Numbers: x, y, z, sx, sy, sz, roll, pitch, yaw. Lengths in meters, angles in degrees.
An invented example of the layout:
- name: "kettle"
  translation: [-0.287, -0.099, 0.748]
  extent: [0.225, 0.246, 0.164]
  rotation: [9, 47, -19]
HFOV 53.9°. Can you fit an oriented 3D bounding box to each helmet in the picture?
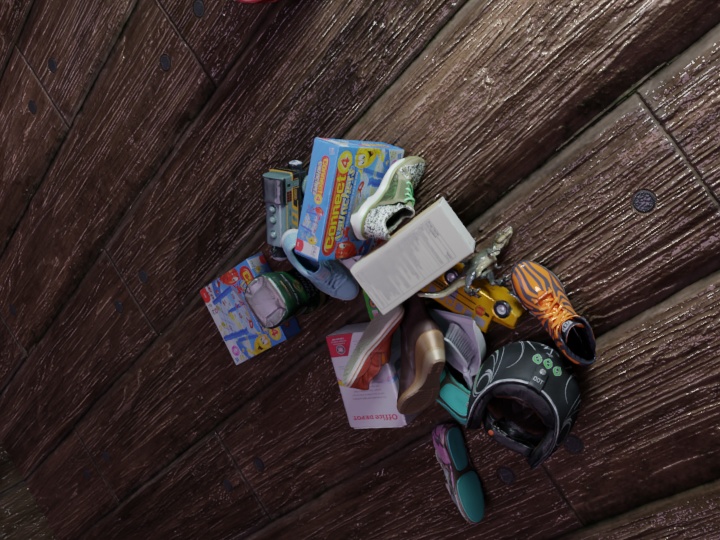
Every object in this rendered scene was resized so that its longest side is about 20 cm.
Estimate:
- name: "helmet"
  translation: [0.277, 0.219, 1.200]
  extent: [0.197, 0.190, 0.204]
  rotation: [7, 108, 22]

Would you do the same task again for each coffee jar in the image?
- name: "coffee jar"
  translation: [-0.142, 0.048, 1.441]
  extent: [0.085, 0.199, 0.105]
  rotation: [-40, 81, 24]

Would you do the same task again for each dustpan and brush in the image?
- name: "dustpan and brush"
  translation: [0.194, 0.167, 1.318]
  extent: [0.139, 0.057, 0.201]
  rotation: [9, 142, 54]

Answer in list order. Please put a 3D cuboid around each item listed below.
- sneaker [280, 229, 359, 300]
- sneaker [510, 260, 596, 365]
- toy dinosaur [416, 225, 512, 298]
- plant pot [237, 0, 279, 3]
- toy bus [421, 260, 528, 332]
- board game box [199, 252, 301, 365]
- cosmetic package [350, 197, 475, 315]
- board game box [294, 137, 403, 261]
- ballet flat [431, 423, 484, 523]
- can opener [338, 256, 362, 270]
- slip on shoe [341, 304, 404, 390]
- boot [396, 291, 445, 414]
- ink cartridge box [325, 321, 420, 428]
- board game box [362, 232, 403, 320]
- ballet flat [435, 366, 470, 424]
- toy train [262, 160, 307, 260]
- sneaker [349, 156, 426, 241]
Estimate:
- name: "sneaker"
  translation: [-0.079, 0.004, 1.403]
  extent: [0.199, 0.082, 0.074]
  rotation: [37, 103, -21]
- name: "sneaker"
  translation: [0.324, 0.067, 1.154]
  extent: [0.077, 0.112, 0.201]
  rotation: [-39, 88, 5]
- name: "toy dinosaur"
  translation: [0.198, 0.008, 1.207]
  extent: [0.048, 0.199, 0.088]
  rotation: [57, 175, -39]
- name: "plant pot"
  translation: [-0.145, -0.573, 1.238]
  extent: [0.198, 0.182, 0.204]
  rotation: [12, 112, 32]
- name: "toy bus"
  translation: [0.200, 0.044, 1.274]
  extent: [0.199, 0.065, 0.079]
  rotation: [34, 123, 22]
- name: "board game box"
  translation: [-0.256, 0.092, 1.629]
  extent: [0.195, 0.056, 0.202]
  rotation: [-29, 88, 39]
- name: "cosmetic package"
  translation: [0.091, -0.025, 1.230]
  extent: [0.199, 0.071, 0.106]
  rotation: [-35, 97, 20]
- name: "board game box"
  translation: [-0.017, -0.127, 1.261]
  extent: [0.055, 0.195, 0.203]
  rotation: [22, 109, 33]
- name: "ballet flat"
  translation: [0.191, 0.402, 1.413]
  extent: [0.071, 0.068, 0.203]
  rotation: [-18, 91, 56]
- name: "can opener"
  translation: [0.000, 0.000, 1.371]
  extent: [0.200, 0.066, 0.054]
  rotation: [42, 127, 25]
- name: "slip on shoe"
  translation: [0.033, 0.145, 1.337]
  extent: [0.060, 0.074, 0.202]
  rotation: [24, 113, -14]
- name: "boot"
  translation: [0.102, 0.156, 1.334]
  extent: [0.202, 0.071, 0.168]
  rotation: [112, 152, -42]
- name: "ink cartridge box"
  translation: [0.028, 0.210, 1.444]
  extent: [0.146, 0.085, 0.203]
  rotation: [-10, 100, 36]
- name: "board game box"
  translation: [0.038, 0.000, 1.403]
  extent: [0.094, 0.030, 0.203]
  rotation: [-8, 98, 38]
- name: "ballet flat"
  translation: [0.163, 0.231, 1.357]
  extent: [0.200, 0.067, 0.071]
  rotation: [42, 171, 46]
- name: "toy train"
  translation: [-0.148, -0.119, 1.440]
  extent: [0.084, 0.113, 0.203]
  rotation: [15, 114, 31]
- name: "sneaker"
  translation: [0.070, -0.118, 1.244]
  extent: [0.088, 0.201, 0.077]
  rotation: [23, 153, 33]
